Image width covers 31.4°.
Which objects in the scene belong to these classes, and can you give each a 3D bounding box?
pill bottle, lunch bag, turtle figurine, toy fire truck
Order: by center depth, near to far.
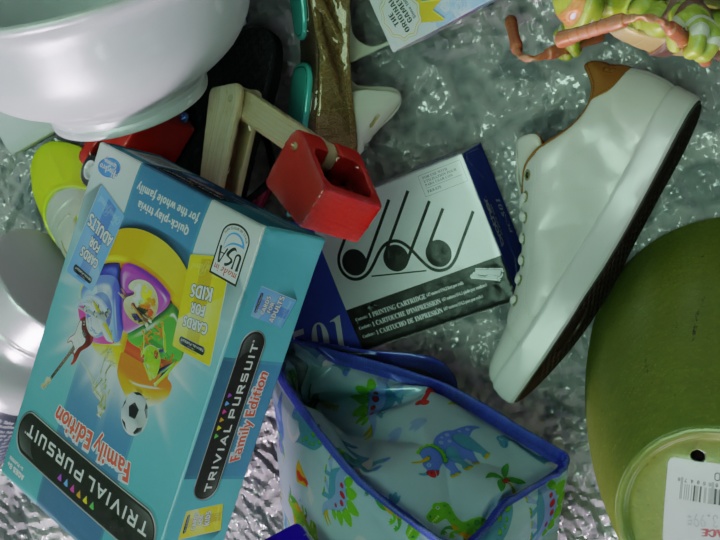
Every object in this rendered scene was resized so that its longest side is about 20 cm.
[{"bbox_3d":[0.160,-0.128,0.661,0.159,0.200,0.065,11,95,-13],"label":"turtle figurine"},{"bbox_3d":[-0.085,-0.057,0.749,0.142,0.048,0.201,-53,52,22],"label":"toy fire truck"},{"bbox_3d":[0.020,0.152,0.785,0.199,0.127,0.172,27,131,36],"label":"lunch bag"},{"bbox_3d":[-0.268,0.069,0.894,0.120,0.120,0.200,48,116,2],"label":"pill bottle"}]

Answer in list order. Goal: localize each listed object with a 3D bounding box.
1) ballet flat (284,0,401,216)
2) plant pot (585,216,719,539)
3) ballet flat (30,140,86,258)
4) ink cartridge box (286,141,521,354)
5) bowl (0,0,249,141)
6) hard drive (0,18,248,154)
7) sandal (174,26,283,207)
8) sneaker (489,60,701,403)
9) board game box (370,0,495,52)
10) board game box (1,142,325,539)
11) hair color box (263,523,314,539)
[{"bbox_3d":[-0.011,-0.129,0.766,0.071,0.068,0.203,-2,97,-12],"label":"ballet flat"},{"bbox_3d":[0.194,0.086,0.673,0.185,0.200,0.190,6,108,20],"label":"plant pot"},{"bbox_3d":[-0.159,-0.009,0.857,0.200,0.067,0.067,45,117,4],"label":"ballet flat"},{"bbox_3d":[0.000,0.000,0.809,0.198,0.044,0.095,-20,96,26],"label":"ink cartridge box"},{"bbox_3d":[-0.143,-0.136,0.727,0.199,0.202,0.091,-3,122,22],"label":"bowl"},{"bbox_3d":[-0.183,-0.178,0.839,0.198,0.025,0.133,-23,96,26],"label":"hard drive"},{"bbox_3d":[-0.086,-0.054,0.814,0.075,0.045,0.203,15,93,43],"label":"sandal"},{"bbox_3d":[0.113,-0.025,0.736,0.084,0.073,0.202,29,93,18],"label":"sneaker"},{"bbox_3d":[0.030,-0.235,0.680,0.134,0.034,0.202,-19,98,47],"label":"board game box"},{"bbox_3d":[-0.113,0.050,0.690,0.150,0.047,0.202,26,100,42],"label":"board game box"},{"bbox_3d":[-0.020,0.262,0.753,0.109,0.064,0.202,41,146,47],"label":"hair color box"}]
